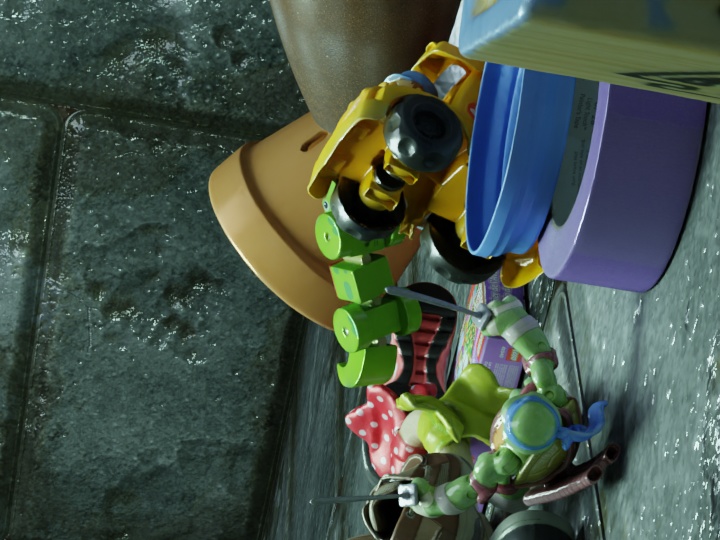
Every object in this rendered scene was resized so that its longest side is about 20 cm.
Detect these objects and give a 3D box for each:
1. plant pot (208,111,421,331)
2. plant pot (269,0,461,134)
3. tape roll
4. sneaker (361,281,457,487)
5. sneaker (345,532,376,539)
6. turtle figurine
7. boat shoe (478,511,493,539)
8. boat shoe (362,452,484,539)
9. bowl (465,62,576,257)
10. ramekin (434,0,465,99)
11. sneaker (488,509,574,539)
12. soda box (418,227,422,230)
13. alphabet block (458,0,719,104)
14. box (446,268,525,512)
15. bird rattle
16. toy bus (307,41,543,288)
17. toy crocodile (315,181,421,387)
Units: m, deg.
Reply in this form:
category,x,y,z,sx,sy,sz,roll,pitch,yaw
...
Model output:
category,x,y,z,sx,sy,sz,roll,pitch,yaw
plant pot,-0.016,-0.062,1.986,0.140,0.200,0.200,-42,22,20
plant pot,0.003,-0.216,1.846,0.187,0.186,0.201,-88,0,-53
tape roll,0.169,-0.089,1.452,0.200,0.065,0.201,-171,90,-84
sneaker,0.050,0.114,1.987,0.087,0.073,0.201,86,-164,-61
sneaker,0.029,0.251,1.744,0.199,0.075,0.071,7,98,46
turtle figurine,0.077,0.095,1.508,0.194,0.199,0.145,51,-145,-73
boat shoe,0.075,0.275,1.809,0.201,0.065,0.072,-87,8,-45
boat shoe,0.041,0.172,1.630,0.200,0.071,0.076,-118,50,-78
bowl,0.112,-0.108,1.536,0.201,0.039,0.202,-171,90,-84
ramekin,0.080,-0.222,1.954,0.200,0.097,0.202,3,94,43
sneaker,0.096,0.267,1.553,0.107,0.074,0.201,-83,6,-46
soda box,0.069,-0.072,1.881,0.200,0.063,0.069,26,-111,-55
alphabet block,0.164,-0.176,0.972,0.196,0.199,0.196,-155,73,-84
box,0.104,0.100,1.926,0.137,0.039,0.201,-90,10,-56
bird rattle,0.051,0.160,1.807,0.200,0.112,0.164,-29,63,59
toy bus,0.077,-0.111,1.737,0.136,0.199,0.193,-49,23,52
toy crocodile,0.000,0.000,1.793,0.062,0.067,0.201,14,118,54
